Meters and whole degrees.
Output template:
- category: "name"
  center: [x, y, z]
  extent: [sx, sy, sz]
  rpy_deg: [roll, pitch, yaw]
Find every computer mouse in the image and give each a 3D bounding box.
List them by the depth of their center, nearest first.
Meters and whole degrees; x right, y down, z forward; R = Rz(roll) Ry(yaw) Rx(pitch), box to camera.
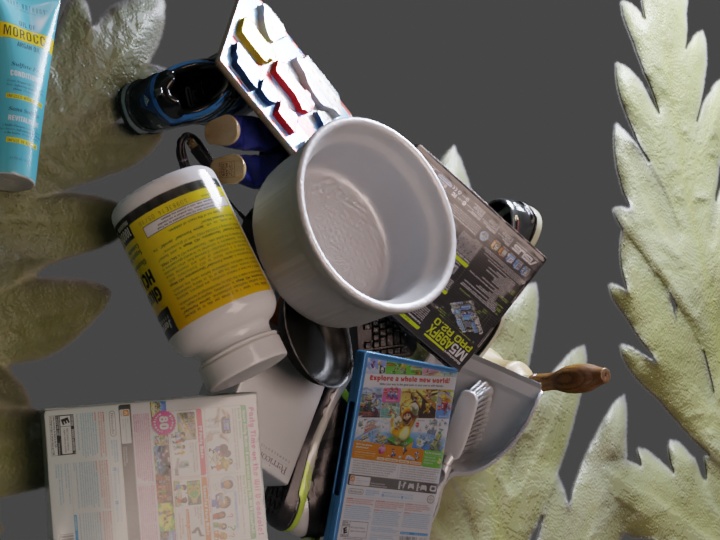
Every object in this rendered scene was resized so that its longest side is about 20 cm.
- category: "computer mouse"
  center: [-0.120, -0.065, 1.693]
  extent: [0.200, 0.034, 0.059]
  rpy_deg: [48, 57, -23]

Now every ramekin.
- category: "ramekin"
  center: [-0.011, -0.041, 1.605]
  extent: [0.200, 0.098, 0.201]
  rpy_deg: [19, 60, -36]

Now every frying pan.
- category: "frying pan"
  center: [-0.060, 0.029, 1.626]
  extent: [0.115, 0.031, 0.191]
  rpy_deg: [-16, 84, -62]

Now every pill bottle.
- category: "pill bottle"
  center: [-0.151, 0.010, 1.572]
  extent: [0.112, 0.112, 0.201]
  rpy_deg: [-19, 78, -40]

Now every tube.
- category: "tube"
  center: [-0.324, -0.176, 1.536]
  extent: [0.077, 0.050, 0.201]
  rpy_deg: [18, 66, -45]

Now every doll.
- category: "doll"
  center: [-0.082, -0.114, 1.706]
  extent: [0.200, 0.048, 0.137]
  rpy_deg: [-2, 83, -57]

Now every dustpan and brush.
- category: "dustpan and brush"
  center: [0.105, 0.197, 1.808]
  extent: [0.057, 0.139, 0.201]
  rpy_deg: [-11, 121, -64]

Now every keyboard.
- category: "keyboard"
  center: [0.000, 0.000, 1.758]
  extent: [0.126, 0.021, 0.201]
  rpy_deg: [-5, 99, -15]

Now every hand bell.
- category: "hand bell"
  center: [0.202, 0.125, 1.826]
  extent: [0.104, 0.200, 0.105]
  rpy_deg: [8, 77, -39]

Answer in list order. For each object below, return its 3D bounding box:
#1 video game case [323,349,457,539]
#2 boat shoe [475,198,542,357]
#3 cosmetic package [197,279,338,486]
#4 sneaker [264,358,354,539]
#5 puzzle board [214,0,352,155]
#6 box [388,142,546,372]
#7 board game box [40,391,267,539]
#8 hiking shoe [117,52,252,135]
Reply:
- category: "video game case"
  center: [0.033, 0.191, 1.693]
  extent: [0.143, 0.018, 0.201]
  rpy_deg: [14, 85, -43]
- category: "boat shoe"
  center: [0.135, 0.013, 1.840]
  extent: [0.063, 0.074, 0.202]
  rpy_deg: [15, 101, -47]
- category: "cosmetic package"
  center: [-0.095, 0.108, 1.662]
  extent: [0.101, 0.071, 0.201]
  rpy_deg: [35, 62, -31]
- category: "sneaker"
  center: [-0.036, 0.189, 1.699]
  extent: [0.083, 0.072, 0.201]
  rpy_deg: [27, 76, -24]
- category: "puzzle board"
  center: [-0.072, -0.188, 1.695]
  extent: [0.200, 0.017, 0.151]
  rpy_deg: [50, 31, -30]
- category: "box"
  center: [0.077, -0.014, 1.748]
  extent: [0.200, 0.044, 0.160]
  rpy_deg: [40, 86, -18]
- category: "board game box"
  center: [-0.193, 0.194, 1.522]
  extent: [0.199, 0.064, 0.148]
  rpy_deg: [-3, 85, -15]
- category: "hiking shoe"
  center: [-0.146, -0.183, 1.655]
  extent: [0.200, 0.087, 0.075]
  rpy_deg: [-26, 100, -40]
